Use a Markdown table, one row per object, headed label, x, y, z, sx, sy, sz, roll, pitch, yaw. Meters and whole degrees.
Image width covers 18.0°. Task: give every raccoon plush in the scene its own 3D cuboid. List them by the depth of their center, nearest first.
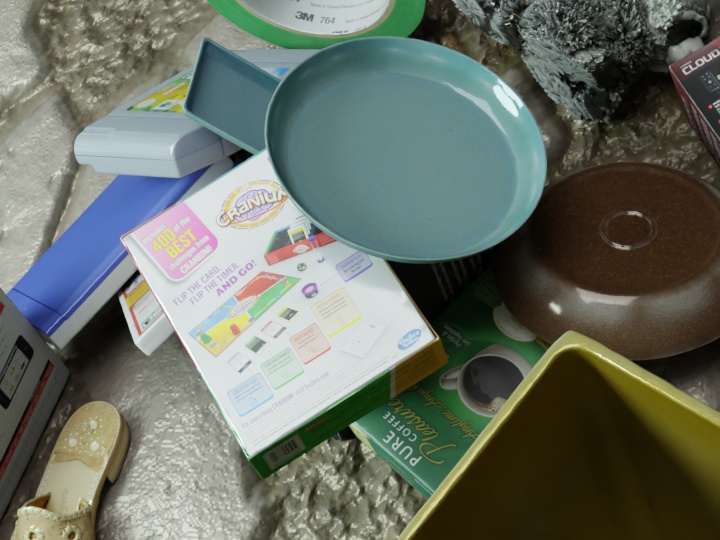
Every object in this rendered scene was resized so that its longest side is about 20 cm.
| label | x | y | z | sx | sy | sz | roll | pitch | yaw |
| --- | --- | --- | --- | --- | --- | --- | --- | --- | --- |
| raccoon plush | 0.177 | -0.211 | 1.740 | 0.200 | 0.097 | 0.134 | 43 | 74 | 0 |

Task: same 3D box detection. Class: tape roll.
| label | x | y | z | sx | sy | sz | roll | pitch | yaw |
| --- | --- | --- | --- | --- | --- | --- | --- | --- | --- |
| tape roll | -0.039 | -0.251 | 1.827 | 0.199 | 0.201 | 0.049 | 0 | 58 | 23 |

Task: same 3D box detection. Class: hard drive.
| label | x | y | z | sx | sy | sz | roll | pitch | yaw |
| --- | --- | --- | --- | --- | --- | --- | --- | --- | --- |
| hard drive | -0.199 | -0.028 | 1.823 | 0.200 | 0.025 | 0.132 | -48 | 25 | -12 |

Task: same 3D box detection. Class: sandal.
| label | x | y | z | sx | sy | sz | roll | pitch | yaw |
| --- | --- | --- | --- | --- | --- | --- | --- | --- | --- |
| sandal | -0.233 | 0.183 | 1.698 | 0.077 | 0.070 | 0.213 | 1 | 58 | 24 |

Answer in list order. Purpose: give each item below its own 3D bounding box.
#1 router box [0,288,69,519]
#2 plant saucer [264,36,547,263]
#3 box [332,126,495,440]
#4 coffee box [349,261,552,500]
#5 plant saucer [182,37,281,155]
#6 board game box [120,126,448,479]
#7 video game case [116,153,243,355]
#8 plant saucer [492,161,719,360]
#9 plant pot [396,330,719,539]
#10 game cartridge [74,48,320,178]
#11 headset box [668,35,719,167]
| label | x | y | z | sx | sy | sz | roll | pitch | yaw |
| --- | --- | --- | --- | --- | --- | --- | --- | --- | --- |
| router box | -0.313 | 0.112 | 1.711 | 0.048 | 0.180 | 0.201 | 9 | 61 | 27 |
| plant saucer | 0.030 | -0.080 | 1.576 | 0.198 | 0.028 | 0.202 | 6 | 52 | -8 |
| box | 0.000 | 0.000 | 1.664 | 0.104 | 0.148 | 0.200 | 38 | 77 | 26 |
| coffee box | 0.096 | 0.076 | 1.646 | 0.200 | 0.044 | 0.123 | -45 | 53 | -11 |
| plant saucer | -0.050 | -0.104 | 1.757 | 0.019 | 0.199 | 0.070 | -31 | 38 | 51 |
| board game box | -0.054 | 0.019 | 1.561 | 0.152 | 0.040 | 0.201 | -31 | 62 | -3 |
| video game case | -0.128 | -0.016 | 1.744 | 0.143 | 0.017 | 0.200 | -44 | 19 | 2 |
| plant saucer | 0.193 | -0.018 | 1.635 | 0.198 | 0.037 | 0.201 | -4 | 44 | 3 |
| plant pot | 0.170 | 0.198 | 1.431 | 0.194 | 0.200 | 0.196 | 30 | 74 | 35 |
| game cartridge | -0.117 | -0.130 | 1.816 | 0.132 | 0.041 | 0.200 | 8 | 31 | 38 |
| headset box | 0.329 | -0.113 | 1.654 | 0.148 | 0.077 | 0.201 | -30 | 50 | 1 |
